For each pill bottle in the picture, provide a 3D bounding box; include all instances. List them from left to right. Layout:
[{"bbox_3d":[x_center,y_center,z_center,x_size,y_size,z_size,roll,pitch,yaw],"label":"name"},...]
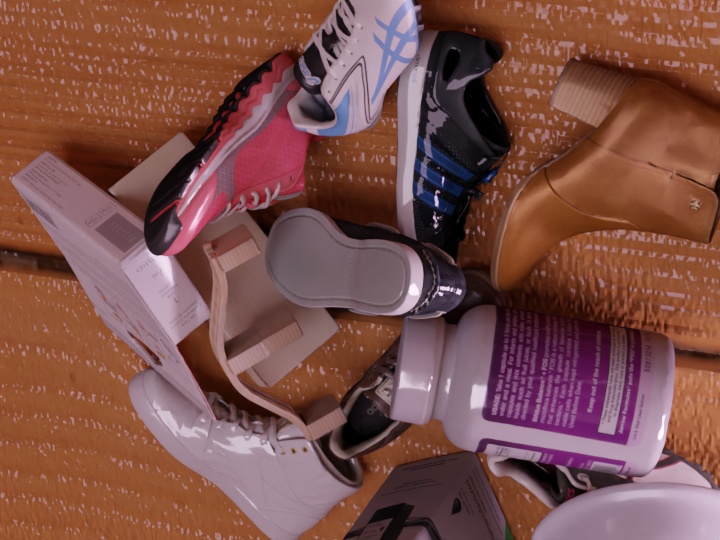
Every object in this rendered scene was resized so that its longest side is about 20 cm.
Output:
[{"bbox_3d":[0.126,0.086,1.557,0.200,0.112,0.112,10,120,-1],"label":"pill bottle"}]

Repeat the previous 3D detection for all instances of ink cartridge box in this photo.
[{"bbox_3d":[-0.183,0.009,1.666,0.200,0.045,0.176,34,159,49],"label":"ink cartridge box"},{"bbox_3d":[0.051,0.257,1.652,0.083,0.200,0.147,-15,108,29],"label":"ink cartridge box"}]

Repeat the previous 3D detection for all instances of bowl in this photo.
[{"bbox_3d":[0.226,0.251,1.579,0.201,0.090,0.201,5,142,4],"label":"bowl"}]

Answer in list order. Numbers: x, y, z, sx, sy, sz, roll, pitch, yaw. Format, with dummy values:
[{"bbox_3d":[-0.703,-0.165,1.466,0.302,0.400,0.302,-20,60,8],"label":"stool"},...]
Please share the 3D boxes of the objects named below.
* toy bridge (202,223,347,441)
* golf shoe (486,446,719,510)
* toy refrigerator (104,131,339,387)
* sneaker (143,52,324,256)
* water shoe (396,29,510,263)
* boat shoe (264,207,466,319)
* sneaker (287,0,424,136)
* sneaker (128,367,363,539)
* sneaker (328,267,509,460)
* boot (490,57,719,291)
[{"bbox_3d":[-0.078,0.055,1.593,0.067,0.027,0.200,-30,124,-5],"label":"toy bridge"},{"bbox_3d":[0.189,0.171,1.618,0.200,0.088,0.077,24,120,10],"label":"golf shoe"},{"bbox_3d":[-0.111,-0.007,1.659,0.076,0.070,0.200,-40,96,-10],"label":"toy refrigerator"},{"bbox_3d":[-0.083,-0.074,1.558,0.087,0.200,0.074,43,148,-13],"label":"sneaker"},{"bbox_3d":[0.071,-0.079,1.554,0.079,0.072,0.200,6,117,19],"label":"water shoe"},{"bbox_3d":[0.000,0.000,1.562,0.200,0.060,0.076,24,102,53],"label":"boat shoe"},{"bbox_3d":[-0.006,-0.160,1.492,0.072,0.072,0.200,63,155,24],"label":"sneaker"},{"bbox_3d":[-0.087,0.129,1.730,0.200,0.074,0.116,42,123,-15],"label":"sneaker"},{"bbox_3d":[0.045,0.083,1.643,0.070,0.076,0.200,39,124,2],"label":"sneaker"},{"bbox_3d":[0.186,-0.045,1.518,0.144,0.071,0.201,26,117,14],"label":"boot"}]
